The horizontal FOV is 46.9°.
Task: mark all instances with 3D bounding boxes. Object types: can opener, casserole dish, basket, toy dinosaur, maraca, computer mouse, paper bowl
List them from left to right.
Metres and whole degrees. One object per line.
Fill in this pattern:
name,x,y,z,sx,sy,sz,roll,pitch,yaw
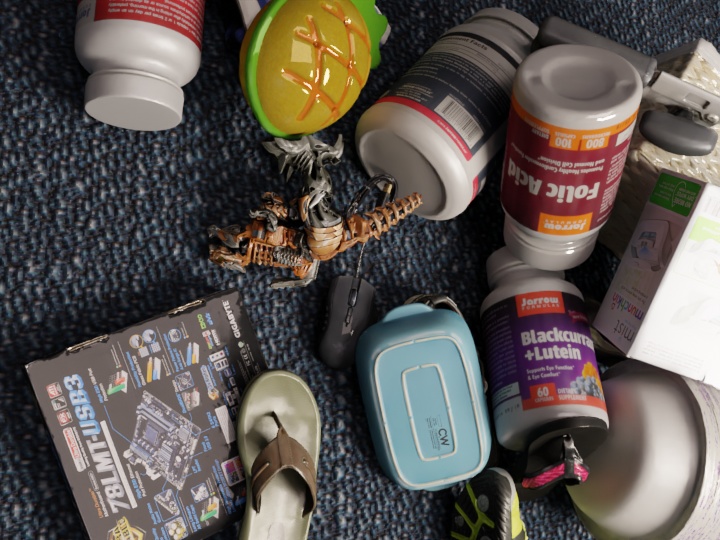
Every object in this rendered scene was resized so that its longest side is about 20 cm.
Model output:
toy dinosaur,-0.048,-0.055,0.801,0.199,0.102,0.137,-9,89,-23
maraca,-0.037,-0.207,0.775,0.200,0.107,0.138,-48,143,-31
computer mouse,0.000,0.000,0.823,0.058,0.034,0.201,13,88,-6
casserole dish,0.065,0.132,0.810,0.120,0.039,0.201,-13,105,0
can opener,0.254,-0.173,0.796,0.199,0.053,0.067,24,74,3
paper bowl,0.285,0.189,0.853,0.104,0.200,0.202,15,76,-22
basket,0.347,-0.113,0.938,0.200,0.198,0.161,38,72,-15

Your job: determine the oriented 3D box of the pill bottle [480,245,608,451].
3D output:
pill bottle,0.183,0.076,0.860,0.111,0.111,0.201,9,60,-23

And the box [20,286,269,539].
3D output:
box,-0.168,0.140,0.739,0.198,0.050,0.201,-22,92,-26

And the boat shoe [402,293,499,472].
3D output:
boat shoe,0.098,0.120,0.855,0.071,0.068,0.201,-20,92,-26

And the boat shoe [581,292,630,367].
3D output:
boat shoe,0.311,0.079,0.954,0.199,0.074,0.074,24,73,-21

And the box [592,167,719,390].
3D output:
box,0.361,0.022,0.805,0.199,0.097,0.177,18,103,-11

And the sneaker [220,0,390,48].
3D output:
sneaker,-0.077,-0.260,0.837,0.199,0.081,0.116,28,94,-33

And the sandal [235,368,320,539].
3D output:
sandal,-0.066,0.187,0.724,0.079,0.057,0.202,3,82,-25

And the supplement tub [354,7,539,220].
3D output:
supplement tub,0.102,-0.163,0.862,0.140,0.140,0.200,47,66,-11

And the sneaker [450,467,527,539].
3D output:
sneaker,0.143,0.293,0.843,0.076,0.075,0.201,-9,102,-35

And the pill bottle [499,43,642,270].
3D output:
pill bottle,0.194,-0.102,0.797,0.113,0.201,0.115,-2,47,2

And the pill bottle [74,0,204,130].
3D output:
pill bottle,-0.198,-0.236,0.752,0.112,0.112,0.201,7,78,-23

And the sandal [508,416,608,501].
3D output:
sandal,0.188,0.198,0.811,0.075,0.200,0.045,3,53,-11
